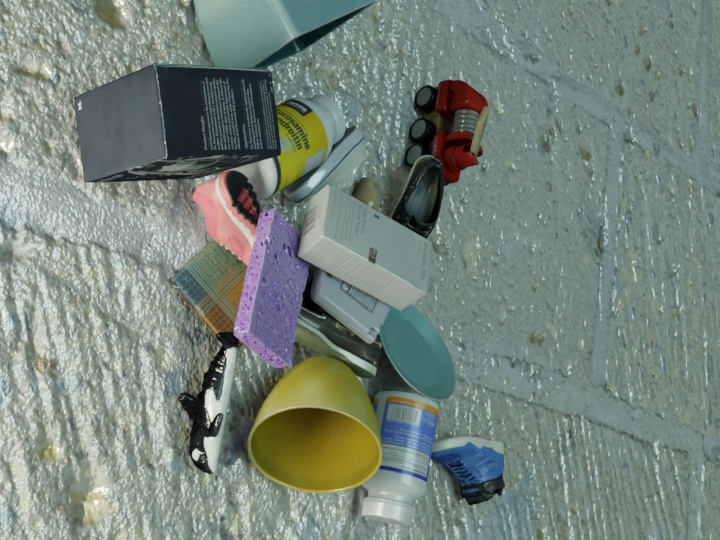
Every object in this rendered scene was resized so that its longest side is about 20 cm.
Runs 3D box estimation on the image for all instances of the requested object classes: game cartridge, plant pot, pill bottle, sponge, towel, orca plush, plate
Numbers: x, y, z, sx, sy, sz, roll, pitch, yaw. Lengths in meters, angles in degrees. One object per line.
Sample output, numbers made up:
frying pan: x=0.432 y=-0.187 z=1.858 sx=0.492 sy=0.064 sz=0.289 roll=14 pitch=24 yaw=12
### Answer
game cartridge: x=0.000 y=0.000 z=1.668 sx=0.133 sy=0.042 sz=0.201 roll=36 pitch=49 yaw=-12
plant pot: x=-0.138 y=-0.425 z=1.617 sx=0.196 sy=0.195 sz=0.202 roll=-34 pitch=99 yaw=-42
pill bottle: x=0.060 y=0.307 z=1.772 sx=0.111 sy=0.111 sz=0.203 roll=27 pitch=67 yaw=-40
sponge: x=-0.121 y=0.025 z=1.539 sx=0.112 sy=0.029 sz=0.202 roll=47 pitch=43 yaw=-47
towel: x=-0.174 y=0.011 z=1.614 sx=0.147 sy=0.022 sz=0.200 roll=51 pitch=53 yaw=-8
orca plush: x=-0.221 y=0.181 z=1.527 sx=0.070 sy=0.105 sz=0.203 roll=10 pitch=107 yaw=-3
plant pot: x=-0.062 y=0.216 z=1.627 sx=0.200 sy=0.199 sz=0.143 roll=47 pitch=30 yaw=-31
pill bottle: x=-0.113 y=-0.195 z=1.657 sx=0.200 sy=0.111 sz=0.113 roll=-38 pitch=112 yaw=-41
plate: x=0.089 y=0.137 z=1.842 sx=0.200 sy=0.025 sz=0.201 roll=38 pitch=31 yaw=-28

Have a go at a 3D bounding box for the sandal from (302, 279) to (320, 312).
sandal: x=-0.075 y=0.038 z=1.712 sx=0.199 sy=0.048 sz=0.076 roll=-14 pitch=94 yaw=-45

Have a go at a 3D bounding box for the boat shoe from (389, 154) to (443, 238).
boat shoe: x=0.099 y=-0.096 z=1.852 sx=0.074 sy=0.066 sz=0.201 roll=21 pitch=95 yaw=-17

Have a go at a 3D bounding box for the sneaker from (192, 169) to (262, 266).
sneaker: x=-0.175 y=-0.056 z=1.585 sx=0.202 sy=0.086 sz=0.074 roll=64 pitch=33 yaw=-28

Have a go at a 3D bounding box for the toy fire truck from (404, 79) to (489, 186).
toy fire truck: x=0.178 y=-0.256 z=1.900 sx=0.128 sy=0.199 sz=0.178 roll=26 pitch=67 yaw=-41

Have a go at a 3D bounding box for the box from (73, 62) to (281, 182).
box: x=-0.246 y=-0.194 z=1.458 sx=0.195 sy=0.199 sz=0.126 roll=-6 pitch=88 yaw=-45

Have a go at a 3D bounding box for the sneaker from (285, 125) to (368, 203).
sneaker: x=-0.043 y=-0.158 z=1.752 sx=0.200 sy=0.073 sz=0.071 roll=-47 pitch=114 yaw=-38

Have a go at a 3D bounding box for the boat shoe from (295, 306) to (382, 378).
boat shoe: x=-0.049 y=0.094 z=1.648 sx=0.200 sy=0.071 sz=0.061 roll=35 pitch=65 yaw=-29

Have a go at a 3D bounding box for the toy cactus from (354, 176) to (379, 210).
toy cactus: x=0.008 y=-0.081 z=1.794 sx=0.199 sy=0.102 sz=0.167 roll=24 pitch=58 yaw=-32

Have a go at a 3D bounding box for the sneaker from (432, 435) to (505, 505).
sneaker: x=0.192 y=0.357 z=1.924 sx=0.199 sy=0.076 sz=0.113 roll=17 pitch=63 yaw=-50

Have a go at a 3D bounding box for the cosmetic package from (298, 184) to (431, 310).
cosmetic package: x=0.009 y=-0.032 z=1.615 sx=0.199 sy=0.074 sz=0.103 roll=26 pitch=51 yaw=-25
